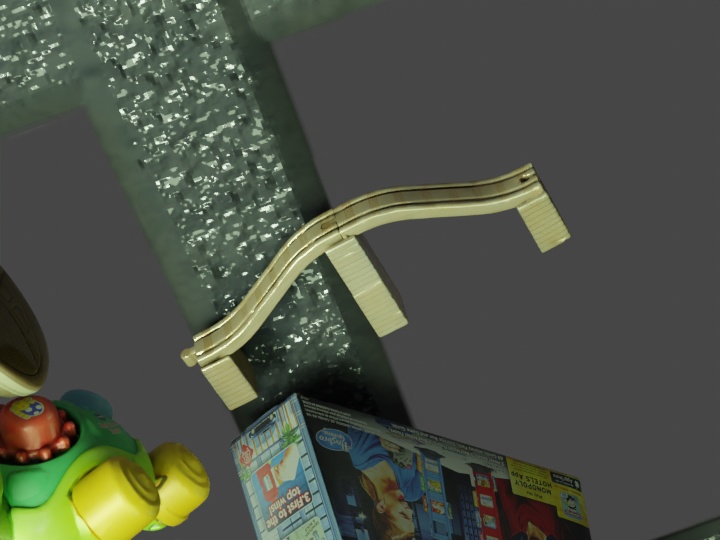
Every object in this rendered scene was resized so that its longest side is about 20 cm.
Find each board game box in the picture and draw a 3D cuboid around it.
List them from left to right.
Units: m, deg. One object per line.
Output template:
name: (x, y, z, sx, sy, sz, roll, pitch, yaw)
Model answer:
board game box: (0.038, 0.183, 1.187, 0.199, 0.201, 0.062, 19, 139, -34)

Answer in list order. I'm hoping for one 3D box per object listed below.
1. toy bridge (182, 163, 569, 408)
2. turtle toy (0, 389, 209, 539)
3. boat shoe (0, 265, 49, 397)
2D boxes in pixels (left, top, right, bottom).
toy bridge: (0.000, 0.000, 1.157, 0.199, 0.027, 0.067, -27, 126, 8)
turtle toy: (-0.171, 0.115, 1.141, 0.146, 0.200, 0.101, -38, 81, 12)
boat shoe: (-0.235, 0.004, 1.099, 0.200, 0.072, 0.065, 36, 120, -28)
